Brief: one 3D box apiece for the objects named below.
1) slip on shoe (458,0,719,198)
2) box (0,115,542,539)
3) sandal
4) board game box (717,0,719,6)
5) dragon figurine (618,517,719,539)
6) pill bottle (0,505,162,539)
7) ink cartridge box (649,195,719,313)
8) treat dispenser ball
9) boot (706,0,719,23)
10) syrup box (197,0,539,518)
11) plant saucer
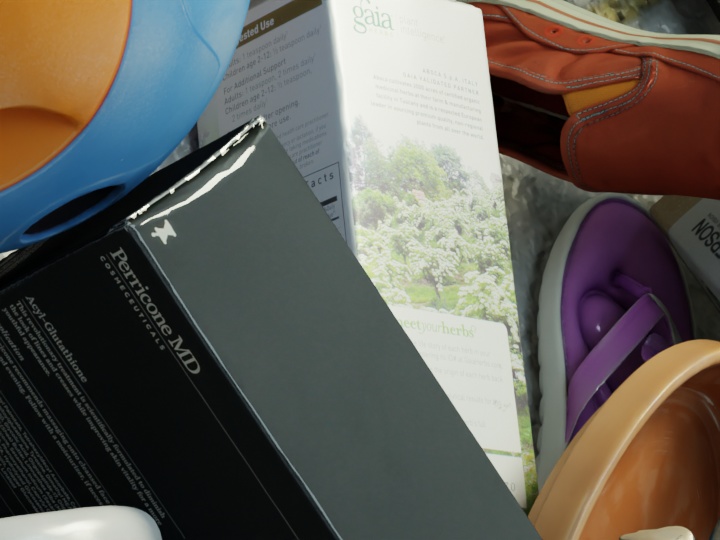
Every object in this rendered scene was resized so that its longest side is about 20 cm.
[{"bbox_3d":[0.105,-0.054,0.983,0.061,0.200,0.074,-50,142,-26],"label":"slip on shoe"},{"bbox_3d":[-0.039,0.071,0.831,0.079,0.141,0.200,-41,102,-43],"label":"box"},{"bbox_3d":[0.110,0.060,1.031,0.082,0.050,0.203,27,58,-32],"label":"sandal"},{"bbox_3d":[0.213,-0.043,1.055,0.200,0.035,0.136,53,1,-43],"label":"board game box"},{"bbox_3d":[0.109,0.135,0.878,0.200,0.059,0.099,-59,157,-16],"label":"dragon figurine"},{"bbox_3d":[-0.094,0.177,0.757,0.114,0.114,0.200,-2,74,-42],"label":"pill bottle"},{"bbox_3d":[0.209,0.047,1.017,0.165,0.075,0.200,53,3,-25],"label":"ink cartridge box"},{"bbox_3d":[-0.131,-0.102,0.778,0.201,0.201,0.201,17,62,-36],"label":"treat dispenser ball"},{"bbox_3d":[0.126,-0.155,1.128,0.138,0.077,0.200,-8,65,-39],"label":"boot"},{"bbox_3d":[0.000,0.000,0.936,0.079,0.081,0.200,10,66,-42],"label":"syrup box"},{"bbox_3d":[0.101,0.121,0.952,0.200,0.032,0.200,-32,131,-46],"label":"plant saucer"}]
